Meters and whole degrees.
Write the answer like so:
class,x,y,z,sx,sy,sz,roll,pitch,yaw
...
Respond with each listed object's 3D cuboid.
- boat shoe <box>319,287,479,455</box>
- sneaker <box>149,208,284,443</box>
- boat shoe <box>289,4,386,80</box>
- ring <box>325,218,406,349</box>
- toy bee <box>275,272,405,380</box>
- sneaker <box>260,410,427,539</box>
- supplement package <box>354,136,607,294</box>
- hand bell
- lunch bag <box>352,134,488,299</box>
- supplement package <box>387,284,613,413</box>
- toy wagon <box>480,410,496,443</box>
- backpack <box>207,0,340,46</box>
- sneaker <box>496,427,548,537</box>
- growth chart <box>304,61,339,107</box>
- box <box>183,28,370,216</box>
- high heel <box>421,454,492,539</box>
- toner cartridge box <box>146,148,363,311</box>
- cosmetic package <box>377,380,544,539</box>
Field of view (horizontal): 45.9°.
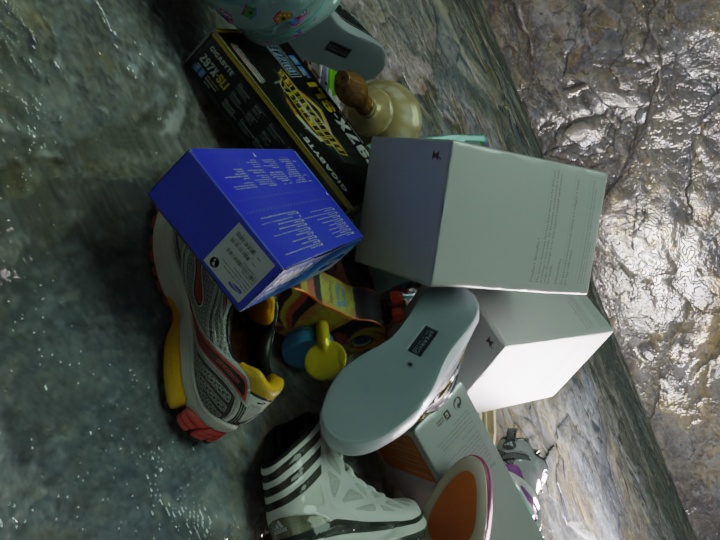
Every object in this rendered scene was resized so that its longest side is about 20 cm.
class,x,y,z,sx,sy,sz,roll,pitch,yaw
boat shoe,0.037,0.101,0.702,0.200,0.070,0.092,-42,149,-40
sneaker,-0.095,0.015,0.609,0.077,0.081,0.204,28,43,-56
boat shoe,-0.048,-0.282,0.959,0.197,0.074,0.069,10,41,-45
ring,0.000,0.000,0.939,0.201,0.019,0.203,52,26,-39
toy bee,-0.021,0.032,0.739,0.199,0.107,0.134,18,51,-63
sneaker,-0.010,0.168,0.679,0.199,0.074,0.118,17,56,-61
supplement package,0.110,-0.049,0.773,0.197,0.116,0.120,5,97,-36
hand bell,0.004,-0.181,0.927,0.200,0.102,0.106,11,58,-78
lunch bag,0.069,-0.058,0.966,0.197,0.121,0.174,-7,73,-36
supplement package,0.152,0.066,0.918,0.197,0.122,0.121,-2,48,-43
toy wagon,0.130,0.192,0.995,0.199,0.039,0.159,-25,113,-68
backpack,-0.095,-0.306,0.761,0.126,0.165,0.202,42,18,-56
sneaker,0.191,0.272,0.991,0.141,0.076,0.203,-61,147,-47
growth chart,-0.076,-0.264,1.004,0.200,0.017,0.147,41,35,-49
box,-0.060,-0.138,0.817,0.201,0.049,0.160,52,20,0
high heel,0.094,0.267,0.765,0.095,0.066,0.205,17,81,-54
toner cartridge box,-0.064,-0.037,0.603,0.096,0.043,0.200,52,16,3
cosmetic package,0.088,0.202,0.828,0.071,0.101,0.202,-39,111,-26
